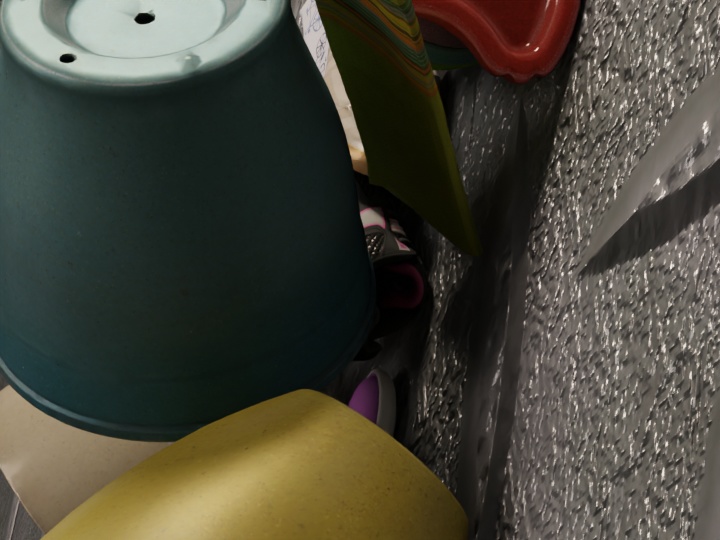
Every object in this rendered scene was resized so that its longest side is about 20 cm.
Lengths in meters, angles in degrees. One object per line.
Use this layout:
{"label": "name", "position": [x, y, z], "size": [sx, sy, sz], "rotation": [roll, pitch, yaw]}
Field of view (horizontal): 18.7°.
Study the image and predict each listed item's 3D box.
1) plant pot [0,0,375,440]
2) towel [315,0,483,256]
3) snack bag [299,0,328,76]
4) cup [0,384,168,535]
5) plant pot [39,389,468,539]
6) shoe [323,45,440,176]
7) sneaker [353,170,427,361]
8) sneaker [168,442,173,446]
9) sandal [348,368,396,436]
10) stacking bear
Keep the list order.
{"label": "plant pot", "position": [-0.094, -0.055, 1.060], "size": [0.201, 0.199, 0.189], "rotation": [-92, 0, -49]}
{"label": "towel", "position": [0.012, -0.087, 1.059], "size": [0.086, 0.018, 0.200], "rotation": [44, 164, 36]}
{"label": "snack bag", "position": [-0.035, -0.128, 1.563], "size": [0.189, 0.021, 0.200], "rotation": [-89, 21, -44]}
{"label": "cup", "position": [-0.102, 0.103, 1.290], "size": [0.143, 0.200, 0.200], "rotation": [-42, 21, 7]}
{"label": "plant pot", "position": [-0.031, 0.140, 0.995], "size": [0.142, 0.200, 0.200], "rotation": [-50, 9, -15]}
{"label": "shoe", "position": [0.009, -0.110, 1.279], "size": [0.200, 0.070, 0.054], "rotation": [-99, 22, -62]}
{"label": "sneaker", "position": [0.000, 0.000, 1.210], "size": [0.200, 0.086, 0.081], "rotation": [-63, -27, -52]}
{"label": "sneaker", "position": [-0.050, 0.140, 1.141], "size": [0.078, 0.079, 0.201], "rotation": [31, 130, 46]}
{"label": "sandal", "position": [-0.033, 0.146, 1.204], "size": [0.083, 0.050, 0.204], "rotation": [-117, 47, -66]}
{"label": "stacking bear", "position": [0.035, -0.151, 1.157], "size": [0.114, 0.121, 0.200], "rotation": [-66, 10, -11]}
